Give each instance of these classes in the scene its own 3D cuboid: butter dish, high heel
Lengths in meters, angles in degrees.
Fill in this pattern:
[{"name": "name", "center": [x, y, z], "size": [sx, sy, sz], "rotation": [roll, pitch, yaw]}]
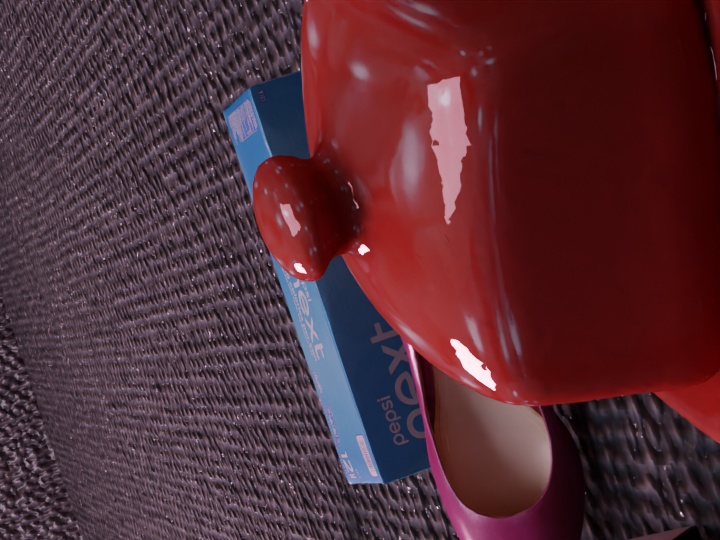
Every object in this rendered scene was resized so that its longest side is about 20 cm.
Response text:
[{"name": "butter dish", "center": [0.035, -0.037, 0.657], "size": [0.199, 0.148, 0.200], "rotation": [-134, 29, -57]}, {"name": "high heel", "center": [0.049, 0.056, 0.813], "size": [0.096, 0.067, 0.201], "rotation": [-22, -74, -73]}]

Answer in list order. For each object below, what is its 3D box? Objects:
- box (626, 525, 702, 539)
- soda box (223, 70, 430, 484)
[{"name": "box", "center": [0.103, 0.212, 0.761], "size": [0.116, 0.060, 0.200], "rotation": [-21, 88, 34]}, {"name": "soda box", "center": [0.000, 0.000, 0.952], "size": [0.064, 0.068, 0.200], "rotation": [161, 91, -73]}]
